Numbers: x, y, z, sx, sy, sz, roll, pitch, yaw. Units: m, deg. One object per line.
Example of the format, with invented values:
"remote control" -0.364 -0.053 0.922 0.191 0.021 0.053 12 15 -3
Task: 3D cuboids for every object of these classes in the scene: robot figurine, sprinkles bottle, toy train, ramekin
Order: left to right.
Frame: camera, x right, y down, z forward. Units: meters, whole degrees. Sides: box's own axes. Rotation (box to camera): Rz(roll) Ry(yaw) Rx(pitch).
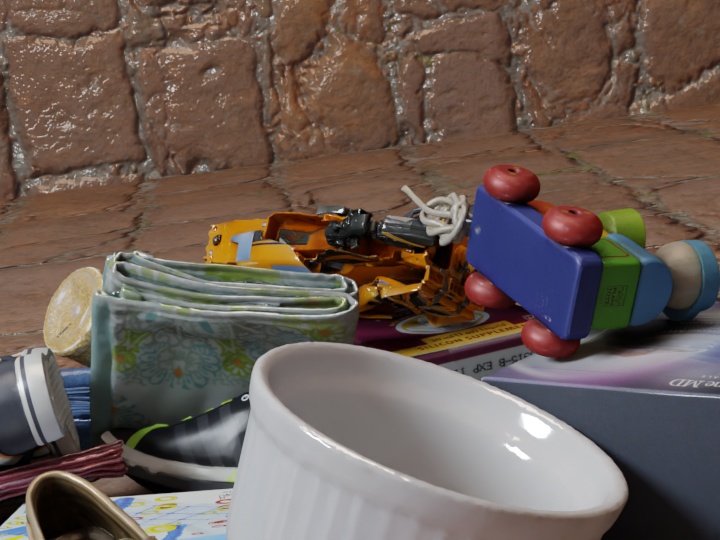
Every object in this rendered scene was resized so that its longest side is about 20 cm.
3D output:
"sprinkles bottle" -0.134 0.065 1.284 0.200 0.068 0.068 30 -16 -38
"robot figurine" 0.000 0.000 1.203 0.200 0.058 0.145 1 -17 36
"ramekin" 0.027 0.121 0.909 0.200 0.098 0.200 18 14 -5
"toy train" 0.119 -0.022 1.072 0.116 0.085 0.200 -1 23 -26

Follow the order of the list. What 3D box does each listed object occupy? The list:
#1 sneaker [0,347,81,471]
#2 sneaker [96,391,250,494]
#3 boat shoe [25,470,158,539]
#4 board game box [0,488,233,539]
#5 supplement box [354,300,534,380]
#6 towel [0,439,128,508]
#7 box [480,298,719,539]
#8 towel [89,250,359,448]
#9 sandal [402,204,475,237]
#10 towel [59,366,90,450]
"sneaker" -0.228 0.092 1.139 0.079 0.079 0.200 -17 -9 -6
"sneaker" -0.080 0.117 1.160 0.200 0.083 0.072 8 -22 31
"boat shoe" -0.112 0.158 0.818 0.071 0.065 0.200 -23 30 -25
"board game box" -0.122 0.179 0.972 0.200 0.056 0.196 -5 10 10
"supplement box" 0.054 0.080 1.252 0.131 0.103 0.200 -13 11 -19
"towel" -0.242 0.150 1.160 0.144 0.023 0.200 -13 -7 -23
"box" 0.209 0.095 1.022 0.200 0.123 0.198 1 15 41
"towel" -0.094 0.068 1.184 0.171 0.200 0.048 7 51 -5
"sandal" 0.057 -0.022 1.255 0.200 0.076 0.043 -5 48 39
"towel" -0.257 0.117 1.338 0.200 0.049 0.112 -7 -24 2
